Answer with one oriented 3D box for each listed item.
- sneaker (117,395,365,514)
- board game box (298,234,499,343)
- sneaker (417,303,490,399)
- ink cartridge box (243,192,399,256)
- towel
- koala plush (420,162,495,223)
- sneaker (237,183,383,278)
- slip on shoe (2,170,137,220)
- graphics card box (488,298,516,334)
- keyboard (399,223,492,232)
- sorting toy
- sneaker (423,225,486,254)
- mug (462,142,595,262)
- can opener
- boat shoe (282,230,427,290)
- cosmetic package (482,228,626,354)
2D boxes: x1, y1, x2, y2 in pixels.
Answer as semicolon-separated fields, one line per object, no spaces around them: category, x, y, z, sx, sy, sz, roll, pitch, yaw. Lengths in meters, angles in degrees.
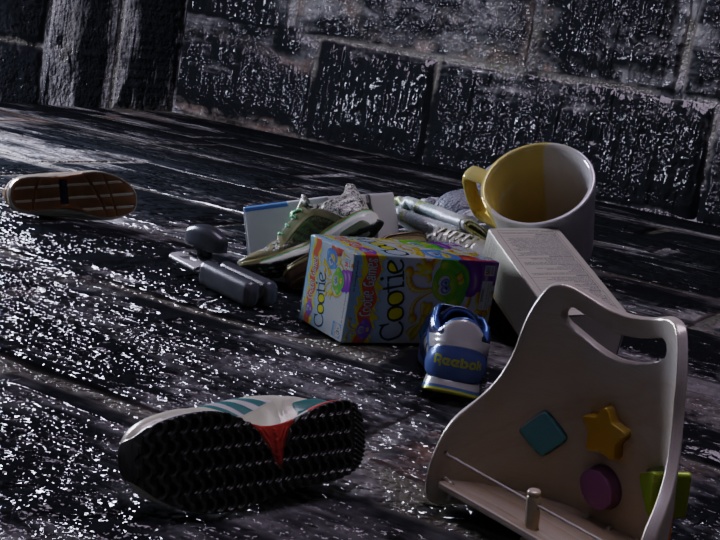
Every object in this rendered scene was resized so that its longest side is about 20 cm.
sneaker;-0.095;0.127;0.842;0.199;0.071;0.093;-3;-2;-42
board game box;0.045;0.023;1.382;0.199;0.105;0.103;2;13;-32
sneaker;0.100;0.072;1.226;0.074;0.083;0.200;8;8;-1
ink cartridge box;-0.053;-0.063;1.721;0.145;0.084;0.200;-6;1;29
towel;0.147;-0.041;1.771;0.171;0.048;0.200;40;-8;-32
koala plush;0.202;-0.098;2.057;0.199;0.184;0.177;-9;17;-26
sneaker;-0.073;-0.053;1.576;0.199;0.089;0.077;-22;-19;-4
slip on shoe;-0.439;-0.112;1.798;0.199;0.076;0.061;-4;4;-32
graphics card box;0.215;0.044;1.574;0.125;0.051;0.200;9;11;-1
keyboard;0.117;-0.049;1.883;0.199;0.056;0.011;-4;45;2
sorting toy;0.157;0.107;0.810;0.107;0.181;0.200;1;14;-38
sneaker;0.122;-0.021;1.597;0.200;0.081;0.076;-9;14;43
mug;0.242;-0.077;1.608;0.149;0.153;0.187;-25;46;-2
can opener;-0.171;-0.011;1.473;0.053;0.067;0.200;0;13;-38
boat shoe;0.000;0.000;1.547;0.199;0.068;0.072;-11;-18;-16
cosmetic package;0.226;0.028;1.422;0.103;0.073;0.200;0;32;-17
